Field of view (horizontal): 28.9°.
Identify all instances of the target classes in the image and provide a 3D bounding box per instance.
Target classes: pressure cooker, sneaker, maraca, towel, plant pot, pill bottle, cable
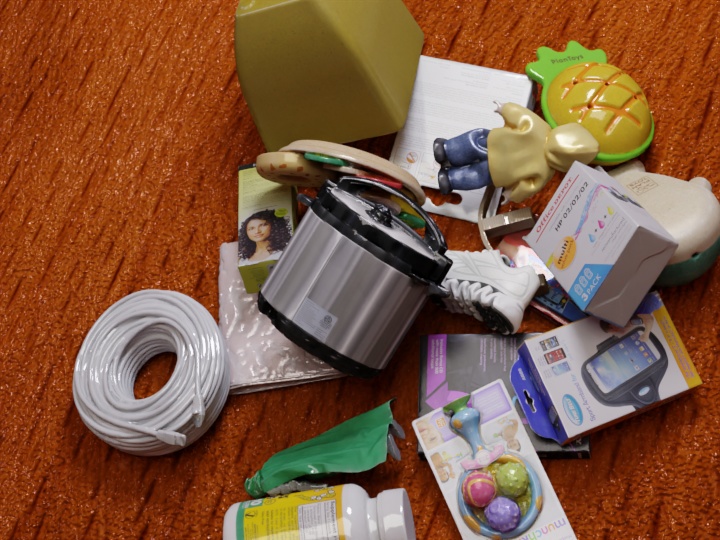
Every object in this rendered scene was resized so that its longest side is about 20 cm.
[{"bbox_3d":[0.000,0.000,1.586,0.201,0.175,0.179,-59,31,8],"label":"pressure cooker"},{"bbox_3d":[0.129,0.008,1.654,0.199,0.075,0.081,25,69,42],"label":"sneaker"},{"bbox_3d":[0.284,-0.210,1.733,0.136,0.107,0.201,-11,55,-20],"label":"maraca"},{"bbox_3d":[-0.084,0.048,1.723,0.189,0.032,0.202,-7,61,8],"label":"towel"},{"bbox_3d":[-0.056,-0.293,1.757,0.194,0.201,0.195,-11,44,25],"label":"plant pot"},{"bbox_3d":[-0.042,0.296,1.533,0.198,0.113,0.114,-11,60,8],"label":"pill bottle"},{"bbox_3d":[-0.250,0.123,1.688,0.198,0.069,0.202,0,64,24],"label":"cable"}]

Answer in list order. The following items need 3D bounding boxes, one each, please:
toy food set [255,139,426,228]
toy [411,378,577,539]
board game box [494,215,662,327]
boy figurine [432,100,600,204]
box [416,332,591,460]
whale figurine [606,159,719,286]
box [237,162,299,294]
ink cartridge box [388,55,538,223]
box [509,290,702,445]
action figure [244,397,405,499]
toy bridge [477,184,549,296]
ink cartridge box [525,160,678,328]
[{"bbox_3d":[-0.014,-0.106,1.696,0.197,0.199,0.049,9,76,40],"label":"toy food set"},{"bbox_3d":[0.144,0.230,1.536,0.114,0.047,0.202,-26,71,4],"label":"toy"},{"bbox_3d":[0.249,0.015,1.672,0.199,0.019,0.103,32,72,25],"label":"board game box"},{"bbox_3d":[0.186,-0.144,1.667,0.198,0.064,0.126,-9,97,20],"label":"boy figurine"},{"bbox_3d":[0.165,0.143,1.604,0.198,0.036,0.145,-2,69,10],"label":"box"},{"bbox_3d":[0.347,-0.056,1.657,0.158,0.104,0.200,-27,36,-7],"label":"whale figurine"},{"bbox_3d":[-0.114,-0.060,1.741,0.074,0.050,0.201,-12,40,4],"label":"box"},{"bbox_3d":[0.128,-0.164,1.794,0.161,0.050,0.202,14,84,19],"label":"ink cartridge box"},{"bbox_3d":[0.268,0.111,1.561,0.198,0.042,0.120,-19,73,-18],"label":"box"},{"bbox_3d":[-0.047,0.219,1.595,0.198,0.055,0.118,-21,21,20],"label":"action figure"},{"bbox_3d":[0.177,-0.058,1.698,0.067,0.027,0.202,-15,63,12],"label":"toy bridge"},{"bbox_3d":[0.261,-0.041,1.582,0.116,0.067,0.200,-59,31,18],"label":"ink cartridge box"}]
